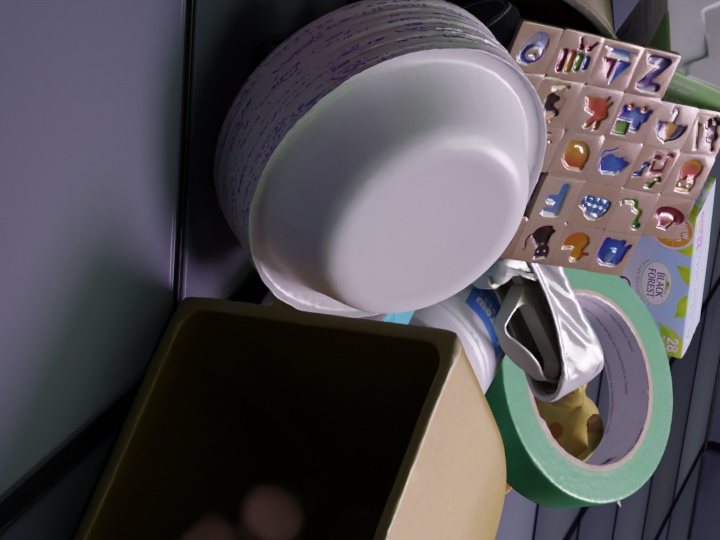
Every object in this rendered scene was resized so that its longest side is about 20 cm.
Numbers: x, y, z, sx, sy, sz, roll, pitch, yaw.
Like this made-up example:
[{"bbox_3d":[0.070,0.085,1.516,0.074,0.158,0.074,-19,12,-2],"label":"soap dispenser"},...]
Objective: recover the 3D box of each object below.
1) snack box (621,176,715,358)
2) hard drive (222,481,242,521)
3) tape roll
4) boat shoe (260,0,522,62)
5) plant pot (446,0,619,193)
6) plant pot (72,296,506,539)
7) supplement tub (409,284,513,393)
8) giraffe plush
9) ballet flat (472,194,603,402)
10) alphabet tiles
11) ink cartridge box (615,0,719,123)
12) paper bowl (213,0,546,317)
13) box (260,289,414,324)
[{"bbox_3d":[0.212,-0.024,1.786,0.068,0.199,0.169,-57,154,-45],"label":"snack box"},{"bbox_3d":[-0.086,0.200,1.311,0.200,0.042,0.135,48,58,-68],"label":"hard drive"},{"bbox_3d":[0.172,0.093,1.608,0.200,0.048,0.201,12,71,-39],"label":"tape roll"},{"bbox_3d":[0.022,-0.144,1.245,0.199,0.073,0.063,-24,115,-27],"label":"boat shoe"},{"bbox_3d":[0.107,-0.172,1.421,0.184,0.199,0.201,-71,165,-51],"label":"plant pot"},{"bbox_3d":[-0.020,0.156,1.165,0.200,0.194,0.196,52,53,-50],"label":"plant pot"},{"bbox_3d":[0.060,0.016,1.473,0.200,0.131,0.132,-59,155,-46],"label":"supplement tub"},{"bbox_3d":[0.131,0.135,1.753,0.173,0.161,0.201,70,8,-54],"label":"giraffe plush"},{"bbox_3d":[0.111,0.010,1.385,0.200,0.069,0.070,62,38,-24],"label":"ballet flat"},{"bbox_3d":[0.156,-0.076,1.323,0.199,0.008,0.168,7,116,-32],"label":"alphabet tiles"},{"bbox_3d":[0.202,-0.109,1.452,0.200,0.067,0.117,124,-20,-44],"label":"ink cartridge box"},{"bbox_3d":[0.020,-0.056,1.180,0.200,0.104,0.201,-17,136,-17],"label":"paper bowl"},{"bbox_3d":[0.000,0.000,1.329,0.200,0.082,0.049,-60,158,-53],"label":"box"}]
